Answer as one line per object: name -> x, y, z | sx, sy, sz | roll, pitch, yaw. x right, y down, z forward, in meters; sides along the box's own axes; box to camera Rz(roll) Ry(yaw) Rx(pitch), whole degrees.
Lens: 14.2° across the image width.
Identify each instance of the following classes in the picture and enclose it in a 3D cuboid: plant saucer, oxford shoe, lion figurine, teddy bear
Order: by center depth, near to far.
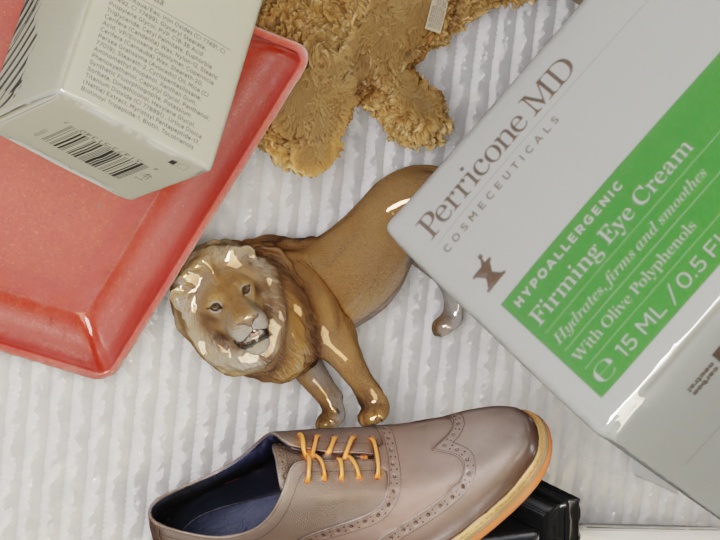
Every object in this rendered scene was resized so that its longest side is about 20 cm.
plant saucer -> -0.156, -0.059, 1.309 | 0.200, 0.037, 0.200 | 19, 116, -31
oxford shoe -> -0.006, 0.107, 1.388 | 0.200, 0.071, 0.073 | -22, 139, 8
teddy bear -> 0.006, -0.130, 1.402 | 0.145, 0.067, 0.200 | 42, 75, -34
lion figurine -> 0.000, 0.000, 1.425 | 0.200, 0.072, 0.123 | -40, 107, -29

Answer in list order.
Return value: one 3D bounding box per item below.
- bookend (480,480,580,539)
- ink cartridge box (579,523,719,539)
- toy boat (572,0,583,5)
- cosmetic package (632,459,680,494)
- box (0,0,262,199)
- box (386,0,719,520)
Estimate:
bookend -> 0.003, 0.210, 1.447 | 0.199, 0.092, 0.200 | -4, 101, -25
ink cartridge box -> 0.181, 0.236, 1.534 | 0.176, 0.045, 0.200 | 3, 87, -20
toy boat -> 0.152, -0.193, 1.393 | 0.200, 0.131, 0.131 | 30, 58, -33
cosmetic package -> 0.182, 0.010, 1.516 | 0.083, 0.051, 0.200 | -12, 106, -22
box -> -0.086, -0.138, 1.228 | 0.082, 0.068, 0.200 | 29, 64, -28
box -> 0.166, -0.013, 1.349 | 0.199, 0.171, 0.200 | -49, 143, 4
